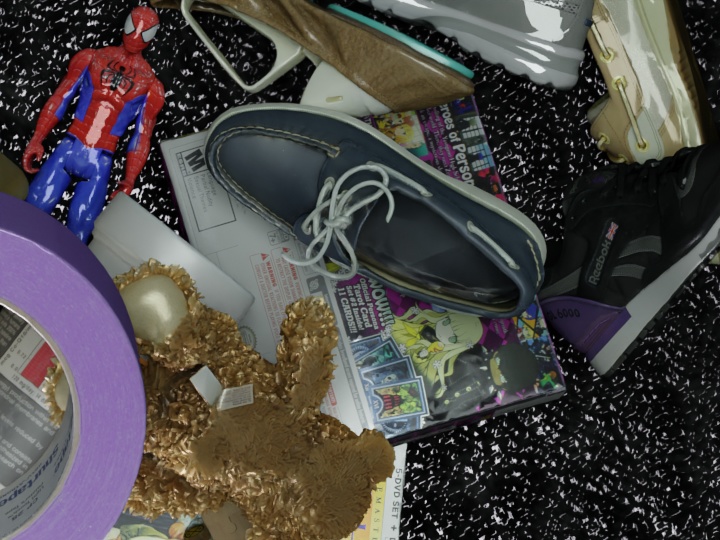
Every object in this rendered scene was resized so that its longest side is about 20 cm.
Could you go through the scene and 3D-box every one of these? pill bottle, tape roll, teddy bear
[{"bbox_3d":[-0.152,0.065,1.563,0.116,0.116,0.200,38,89,-4],"label":"pill bottle"},{"bbox_3d":[-0.203,0.062,1.399,0.199,0.066,0.202,-2,108,-8],"label":"tape roll"},{"bbox_3d":[-0.075,0.070,1.512,0.199,0.067,0.146,16,98,-33],"label":"teddy bear"}]

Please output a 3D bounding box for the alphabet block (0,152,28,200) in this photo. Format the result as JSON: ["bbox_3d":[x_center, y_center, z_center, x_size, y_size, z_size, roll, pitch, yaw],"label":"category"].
[{"bbox_3d":[-0.310,-0.021,1.515,0.196,0.200,0.196,37,100,-4],"label":"alphabet block"}]

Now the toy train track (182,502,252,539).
[{"bbox_3d":[-0.101,0.172,1.609,0.199,0.033,0.115,-25,108,1],"label":"toy train track"}]

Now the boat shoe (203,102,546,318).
[{"bbox_3d":[0.005,-0.028,1.583,0.199,0.062,0.075,28,114,-2],"label":"boat shoe"}]

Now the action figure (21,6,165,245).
[{"bbox_3d":[-0.157,-0.054,1.632,0.065,0.052,0.201,22,84,-1],"label":"action figure"}]

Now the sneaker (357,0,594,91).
[{"bbox_3d":[0.044,-0.174,1.630,0.199,0.075,0.082,26,95,6],"label":"sneaker"}]

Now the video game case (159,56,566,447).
[{"bbox_3d":[0.000,0.000,1.635,0.180,0.036,0.201,-17,79,-7],"label":"video game case"}]

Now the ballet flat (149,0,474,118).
[{"bbox_3d":[-0.034,-0.124,1.619,0.199,0.068,0.073,31,88,12],"label":"ballet flat"}]

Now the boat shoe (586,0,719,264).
[{"bbox_3d":[0.160,-0.096,1.662,0.066,0.074,0.201,-14,97,14],"label":"boat shoe"}]

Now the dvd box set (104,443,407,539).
[{"bbox_3d":[-0.076,0.137,1.643,0.198,0.029,0.147,6,88,-6],"label":"dvd box set"}]

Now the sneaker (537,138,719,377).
[{"bbox_3d":[0.156,-0.030,1.608,0.087,0.076,0.200,40,127,4],"label":"sneaker"}]
